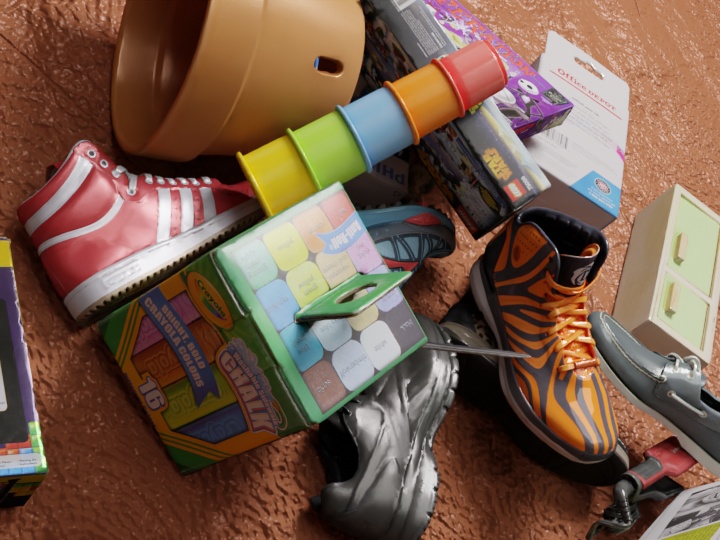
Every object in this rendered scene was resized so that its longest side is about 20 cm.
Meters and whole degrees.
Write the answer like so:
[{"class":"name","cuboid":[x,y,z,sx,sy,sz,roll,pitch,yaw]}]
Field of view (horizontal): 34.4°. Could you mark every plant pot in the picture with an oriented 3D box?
[{"class":"plant pot","cuboid":[-0.090,-0.170,0.883,0.139,0.200,0.201,12,54,-30]}]

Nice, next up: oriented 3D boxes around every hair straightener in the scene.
[{"class":"hair straightener","cuboid":[0.227,0.188,0.940,0.041,0.077,0.200,31,17,21]}]

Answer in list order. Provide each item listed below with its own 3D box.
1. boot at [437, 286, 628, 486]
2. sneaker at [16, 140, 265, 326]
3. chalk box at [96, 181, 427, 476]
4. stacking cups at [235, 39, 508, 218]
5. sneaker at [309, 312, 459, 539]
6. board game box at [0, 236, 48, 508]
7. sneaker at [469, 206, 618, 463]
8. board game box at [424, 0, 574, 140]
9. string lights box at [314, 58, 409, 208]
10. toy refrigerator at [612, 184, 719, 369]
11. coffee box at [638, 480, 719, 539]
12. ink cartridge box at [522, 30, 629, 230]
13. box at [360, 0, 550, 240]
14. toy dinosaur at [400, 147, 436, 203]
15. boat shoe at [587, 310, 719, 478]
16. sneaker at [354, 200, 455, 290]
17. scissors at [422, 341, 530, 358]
[{"class":"boot","cuboid":[0.157,0.074,0.983,0.199,0.073,0.151,35,46,-3]},{"class":"sneaker","cuboid":[-0.153,-0.051,0.844,0.200,0.071,0.113,-32,84,-42]},{"class":"chalk box","cuboid":[-0.053,0.033,0.752,0.125,0.200,0.124,-32,93,-44]},{"class":"stacking cups","cuboid":[0.012,-0.101,0.835,0.199,0.061,0.061,-27,75,-7]},{"class":"sneaker","cuboid":[0.016,0.106,0.858,0.090,0.076,0.201,24,47,-13]},{"class":"board game box","cuboid":[-0.297,0.060,0.674,0.199,0.057,0.166,2,57,-34]},{"class":"sneaker","cuboid":[0.151,0.039,0.879,0.077,0.112,0.201,-8,59,-31]},{"class":"board game box","cuboid":[0.087,-0.192,1.037,0.200,0.032,0.120,45,34,16]},{"class":"string lights box","cuboid":[-0.011,-0.148,1.022,0.102,0.059,0.201,23,49,-24]},{"class":"toy refrigerator","cuboid":[0.303,0.012,1.129,0.076,0.070,0.201,36,46,-10]},{"class":"coffee box","cuboid":[0.314,0.272,0.844,0.200,0.197,0.201,-27,88,-44]},{"class":"ink cartridge box","cuboid":[0.199,-0.133,1.156,0.115,0.068,0.201,31,47,-15]},{"class":"box","cuboid":[0.064,-0.125,0.930,0.040,0.137,0.201,-34,86,-9]},{"class":"toy dinosaur","cuboid":[0.079,-0.117,1.054,0.047,0.089,0.200,24,40,20]},{"class":"boat shoe","cuboid":[0.265,0.093,0.975,0.200,0.062,0.073,42,26,-13]},{"class":"sneaker","cuboid":[0.000,0.000,0.928,0.199,0.079,0.096,-6,82,-40]},{"class":"scissors","cuboid":[0.020,0.052,0.831,0.073,0.199,0.014,12,85,-48]}]
